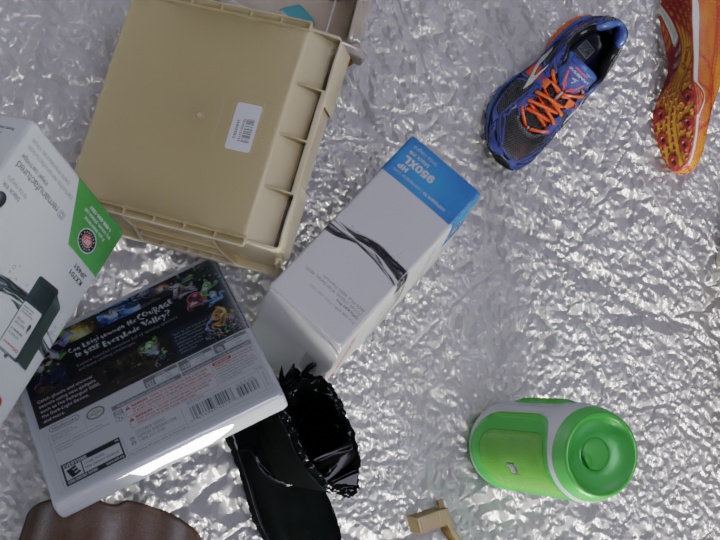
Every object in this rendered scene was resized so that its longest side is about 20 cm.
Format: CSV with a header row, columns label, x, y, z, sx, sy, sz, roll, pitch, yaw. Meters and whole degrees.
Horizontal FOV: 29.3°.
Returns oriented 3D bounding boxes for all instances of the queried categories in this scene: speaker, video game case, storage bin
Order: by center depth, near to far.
label,x,y,z,sx,sy,sz,roll,pitch,yaw
video game case,-0.181,0.090,1.140,0.199,0.182,0.023,-26,137,-7
storage bin,-0.125,-0.119,1.177,0.197,0.094,0.202,14,79,14
speaker,0.170,0.162,1.254,0.088,0.200,0.089,2,85,-20

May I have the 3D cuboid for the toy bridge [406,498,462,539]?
label,x,y,z,sx,sy,sz,roll,pitch,yaw
toy bridge,0.098,0.316,1.308,0.067,0.027,0.202,-13,90,-23

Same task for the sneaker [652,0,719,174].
label,x,y,z,sx,sy,sz,roll,pitch,yaw
sneaker,0.349,-0.197,1.419,0.077,0.073,0.202,10,85,-29

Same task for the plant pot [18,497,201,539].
label,x,y,z,sx,sy,sz,roll,pitch,yaw
plant pot,-0.212,0.299,1.096,0.199,0.200,0.200,19,56,-18

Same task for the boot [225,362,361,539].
label,x,y,z,sx,sy,sz,roll,pitch,yaw
boot,-0.046,0.175,1.192,0.073,0.162,0.200,-27,96,-28

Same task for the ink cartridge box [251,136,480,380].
label,x,y,z,sx,sy,sz,roll,pitch,yaw
ink cartridge box,0.000,0.000,1.214,0.084,0.145,0.200,40,65,5

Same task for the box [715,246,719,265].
label,x,y,z,sx,sy,sz,roll,pitch,yaw
box,0.446,-0.001,1.364,0.094,0.200,0.078,8,110,-18

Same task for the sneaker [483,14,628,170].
label,x,y,z,sx,sy,sz,roll,pitch,yaw
sneaker,0.192,-0.183,1.354,0.075,0.078,0.201,39,74,-12

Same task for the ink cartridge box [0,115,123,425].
label,x,y,z,sx,sy,sz,roll,pitch,yaw
ink cartridge box,-0.293,0.002,1.060,0.201,0.082,0.147,-62,143,-25

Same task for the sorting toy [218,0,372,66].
label,x,y,z,sx,sy,sz,roll,pitch,yaw
sorting toy,-0.065,-0.290,1.262,0.178,0.107,0.202,17,71,-8
